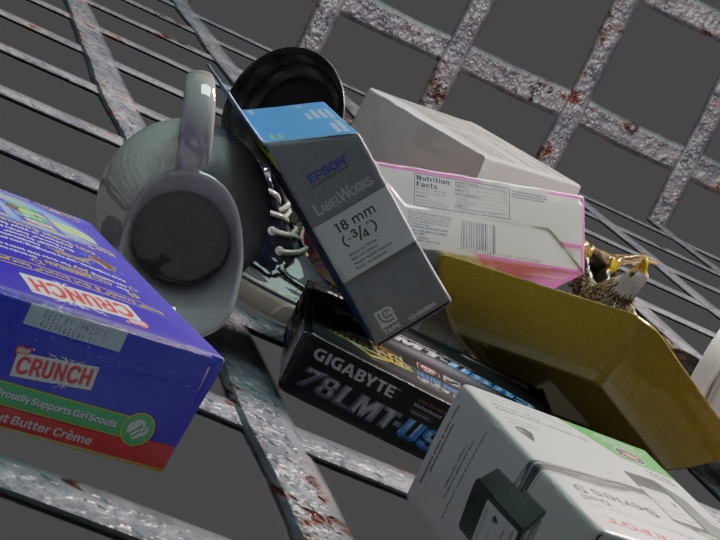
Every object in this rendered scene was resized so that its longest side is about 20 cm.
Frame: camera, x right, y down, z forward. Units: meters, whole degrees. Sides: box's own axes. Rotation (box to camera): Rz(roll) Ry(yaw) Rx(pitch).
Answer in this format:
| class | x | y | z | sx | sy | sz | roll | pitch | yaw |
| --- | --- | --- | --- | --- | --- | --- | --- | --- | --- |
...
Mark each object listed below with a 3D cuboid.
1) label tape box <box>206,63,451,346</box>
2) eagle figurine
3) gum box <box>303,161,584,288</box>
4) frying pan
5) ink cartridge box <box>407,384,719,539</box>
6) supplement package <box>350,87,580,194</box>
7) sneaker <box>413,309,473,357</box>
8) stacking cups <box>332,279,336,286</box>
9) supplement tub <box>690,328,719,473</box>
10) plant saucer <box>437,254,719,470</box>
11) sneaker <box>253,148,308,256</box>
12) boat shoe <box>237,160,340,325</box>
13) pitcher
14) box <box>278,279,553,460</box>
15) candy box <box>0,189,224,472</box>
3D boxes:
| class | x | y | z | sx | sy | sz | roll | pitch | yaw |
| --- | --- | --- | --- | --- | --- | --- | --- | --- | --- |
| label tape box | -0.022 | -0.062 | 1.403 | 0.200 | 0.063 | 0.144 | 60 | -2 | -16 |
| eagle figurine | 0.250 | 0.051 | 2.011 | 0.151 | 0.151 | 0.201 | -13 | 52 | -3 |
| gum box | 0.062 | -0.027 | 1.607 | 0.199 | 0.066 | 0.113 | 9 | -18 | -23 |
| frying pan | -0.050 | -0.088 | 1.630 | 0.031 | 0.115 | 0.191 | 24 | 45 | -59 |
| ink cartridge box | 0.134 | 0.158 | 1.160 | 0.146 | 0.084 | 0.200 | 21 | 11 | -26 |
| supplement package | 0.080 | -0.061 | 1.976 | 0.150 | 0.152 | 0.200 | 33 | 11 | 31 |
| sneaker | 0.118 | 0.056 | 1.740 | 0.092 | 0.076 | 0.200 | 41 | 23 | 30 |
| stacking cups | 0.000 | 0.000 | 1.751 | 0.060 | 0.061 | 0.200 | 25 | 6 | -7 |
| supplement tub | 0.384 | 0.135 | 1.767 | 0.200 | 0.145 | 0.145 | 30 | 10 | 19 |
| plant saucer | 0.161 | 0.079 | 1.541 | 0.200 | 0.049 | 0.200 | 19 | -21 | 40 |
| sneaker | -0.104 | -0.066 | 1.700 | 0.200 | 0.089 | 0.077 | 32 | 11 | 30 |
| boat shoe | -0.070 | -0.025 | 1.562 | 0.199 | 0.093 | 0.075 | 28 | 10 | 9 |
| pitcher | -0.117 | -0.060 | 1.393 | 0.121 | 0.172 | 0.200 | 9 | 13 | -6 |
| box | 0.041 | 0.083 | 1.428 | 0.199 | 0.050 | 0.199 | 27 | 10 | -4 |
| candy box | -0.191 | 0.015 | 1.080 | 0.169 | 0.077 | 0.200 | 21 | 10 | -34 |
